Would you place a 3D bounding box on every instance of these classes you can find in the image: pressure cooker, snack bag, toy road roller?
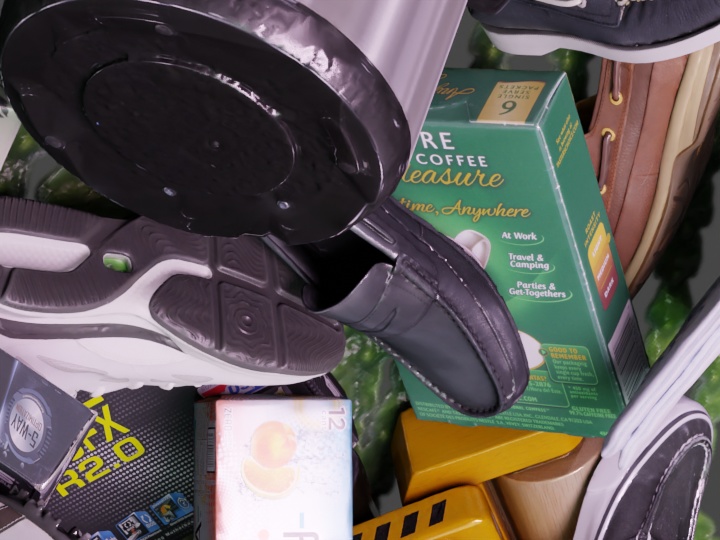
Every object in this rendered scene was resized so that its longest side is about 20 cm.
[{"bbox_3d":[-0.041,-0.134,1.097,0.178,0.200,0.176,-1,143,32],"label":"pressure cooker"},{"bbox_3d":[0.193,-0.012,1.250,0.021,0.189,0.200,38,116,5],"label":"snack bag"},{"bbox_3d":[0.052,0.154,1.360,0.200,0.146,0.123,-21,128,4],"label":"toy road roller"}]

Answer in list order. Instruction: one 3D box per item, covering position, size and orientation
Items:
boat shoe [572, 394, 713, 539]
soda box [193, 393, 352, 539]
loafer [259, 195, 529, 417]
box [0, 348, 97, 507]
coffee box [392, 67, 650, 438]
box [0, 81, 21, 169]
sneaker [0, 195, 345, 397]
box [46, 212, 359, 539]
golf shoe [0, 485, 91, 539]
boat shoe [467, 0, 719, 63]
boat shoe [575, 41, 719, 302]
[{"bbox_3d":[0.136,0.159,1.332,0.074,0.068,0.200,38,77,-48],"label":"boat shoe"},{"bbox_3d":[-0.041,0.158,1.269,0.068,0.064,0.200,1,87,-13],"label":"soda box"},{"bbox_3d":[0.000,0.000,1.223,0.068,0.070,0.201,-19,120,44],"label":"loafer"},{"bbox_3d":[-0.221,0.048,1.186,0.200,0.044,0.160,34,153,-2],"label":"box"},{"bbox_3d":[0.060,-0.007,1.270,0.123,0.044,0.200,4,134,29],"label":"coffee box"},{"bbox_3d":[-0.251,-0.082,1.165,0.200,0.068,0.082,13,124,-22],"label":"box"},{"bbox_3d":[-0.114,0.028,1.237,0.200,0.076,0.115,13,144,-28],"label":"sneaker"},{"bbox_3d":[-0.125,0.068,1.321,0.200,0.044,0.160,-28,127,9],"label":"box"},{"bbox_3d":[-0.186,0.131,1.134,0.200,0.095,0.078,14,147,31],"label":"golf shoe"},{"bbox_3d":[0.103,-0.130,1.141,0.060,0.200,0.076,49,61,-24],"label":"boat shoe"},{"bbox_3d":[0.128,-0.059,1.274,0.067,0.072,0.200,25,133,11],"label":"boat shoe"}]
